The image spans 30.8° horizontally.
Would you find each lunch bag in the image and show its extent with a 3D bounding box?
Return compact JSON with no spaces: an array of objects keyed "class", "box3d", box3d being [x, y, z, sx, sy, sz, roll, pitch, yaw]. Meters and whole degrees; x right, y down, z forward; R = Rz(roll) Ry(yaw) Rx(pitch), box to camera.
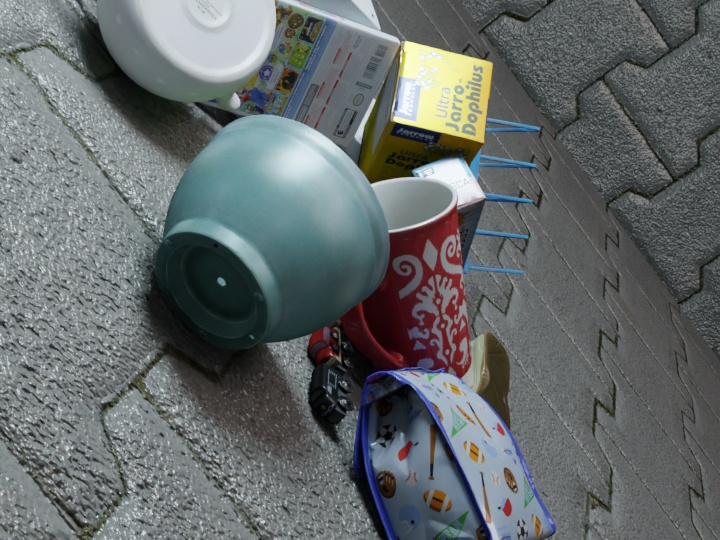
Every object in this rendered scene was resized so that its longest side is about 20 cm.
[{"class":"lunch bag","box3d":[0.080,0.191,1.274,0.170,0.124,0.201,9,57,-64]}]

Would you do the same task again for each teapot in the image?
[{"class":"teapot","box3d":[-0.197,-0.260,1.338,0.197,0.146,0.201,-14,94,-40]}]

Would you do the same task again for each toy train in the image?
[{"class":"toy train","box3d":[-0.032,0.081,1.324,0.046,0.034,0.200,35,25,-21]}]

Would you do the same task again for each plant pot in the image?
[{"class":"plant pot","box3d":[-0.093,-0.016,1.134,0.201,0.200,0.134,52,46,-8]}]

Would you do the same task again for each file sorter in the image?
[{"class":"file sorter","box3d":[0.144,-0.096,1.686,0.122,0.139,0.201,6,92,-32]}]

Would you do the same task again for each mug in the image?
[{"class":"mug","box3d":[0.034,0.027,1.381,0.133,0.177,0.201,29,-42,52]}]

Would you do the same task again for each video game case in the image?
[{"class":"video game case","box3d":[-0.071,-0.228,1.473,0.199,0.143,0.018,14,27,-28]}]

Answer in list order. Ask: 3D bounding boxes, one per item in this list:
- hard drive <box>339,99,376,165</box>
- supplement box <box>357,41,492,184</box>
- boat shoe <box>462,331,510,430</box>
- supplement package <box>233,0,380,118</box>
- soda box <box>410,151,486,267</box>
[{"class":"hard drive","box3d":[-0.001,-0.191,1.710,0.132,0.027,0.200,49,19,-16]},{"class":"supplement box","box3d":[0.070,-0.160,1.525,0.109,0.200,0.109,12,66,-8]},{"class":"boat shoe","box3d":[0.132,0.160,1.536,0.074,0.066,0.200,48,33,-23]},{"class":"supplement package","box3d":[-0.110,-0.307,1.523,0.152,0.200,0.151,39,24,-39]},{"class":"soda box","box3d":[0.090,-0.054,1.512,0.069,0.063,0.200,63,-15,20]}]
